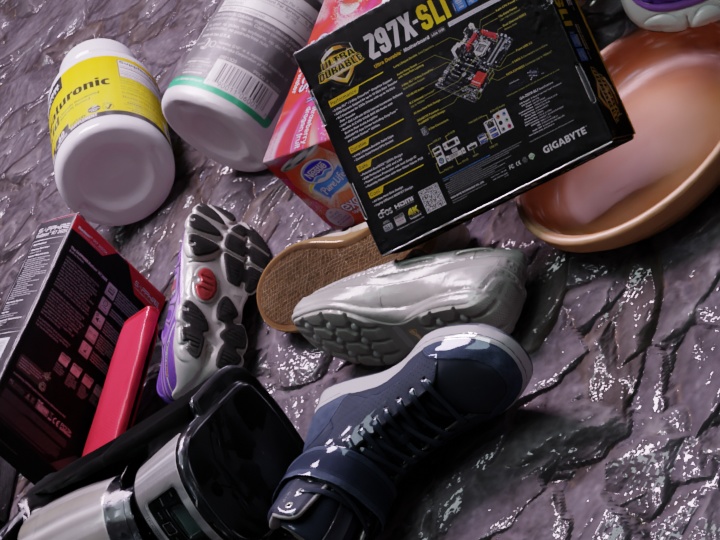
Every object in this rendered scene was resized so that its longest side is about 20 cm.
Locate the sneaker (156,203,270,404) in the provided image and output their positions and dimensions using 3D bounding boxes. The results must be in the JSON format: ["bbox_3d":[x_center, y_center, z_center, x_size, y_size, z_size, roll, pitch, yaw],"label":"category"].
[{"bbox_3d":[-0.132,0.026,1.712,0.083,0.080,0.201,-44,22,39],"label":"sneaker"}]

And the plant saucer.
[{"bbox_3d":[0.195,-0.090,1.461,0.199,0.037,0.201,-33,34,26],"label":"plant saucer"}]

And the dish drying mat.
[{"bbox_3d":[-0.200,0.130,1.690,0.077,0.018,0.201,-28,44,58],"label":"dish drying mat"}]

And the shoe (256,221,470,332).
[{"bbox_3d":[0.000,0.000,1.602,0.199,0.053,0.071,-24,71,41],"label":"shoe"}]

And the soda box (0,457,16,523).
[{"bbox_3d":[-0.335,0.135,1.844,0.063,0.071,0.201,-27,37,29],"label":"soda box"}]

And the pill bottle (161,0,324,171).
[{"bbox_3d":[-0.080,-0.196,1.857,0.113,0.113,0.201,0,54,52],"label":"pill bottle"}]

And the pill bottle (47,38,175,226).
[{"bbox_3d":[-0.237,-0.137,1.991,0.111,0.111,0.200,-40,31,13],"label":"pill bottle"}]

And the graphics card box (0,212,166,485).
[{"bbox_3d":[-0.245,0.070,1.752,0.051,0.126,0.201,-10,48,37],"label":"graphics card box"}]

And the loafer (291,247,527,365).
[{"bbox_3d":[0.036,0.022,1.511,0.199,0.070,0.070,-6,44,39],"label":"loafer"}]

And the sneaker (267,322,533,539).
[{"bbox_3d":[0.022,0.122,1.386,0.202,0.077,0.147,-30,22,45],"label":"sneaker"}]

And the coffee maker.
[{"bbox_3d":[-0.140,0.154,1.510,0.199,0.135,0.193,-30,33,30],"label":"coffee maker"}]

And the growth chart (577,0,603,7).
[{"bbox_3d":[0.187,-0.234,1.519,0.145,0.018,0.200,-45,-12,29],"label":"growth chart"}]

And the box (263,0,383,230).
[{"bbox_3d":[0.012,-0.145,1.697,0.099,0.095,0.201,-16,43,41],"label":"box"}]

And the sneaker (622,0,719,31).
[{"bbox_3d":[0.268,-0.228,1.429,0.199,0.084,0.081,-22,27,-2],"label":"sneaker"}]

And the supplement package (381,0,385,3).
[{"bbox_3d":[0.088,-0.200,1.615,0.117,0.116,0.201,-44,24,51],"label":"supplement package"}]

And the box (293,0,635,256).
[{"bbox_3d":[0.069,-0.121,1.467,0.199,0.161,0.049,-27,-7,28],"label":"box"}]
